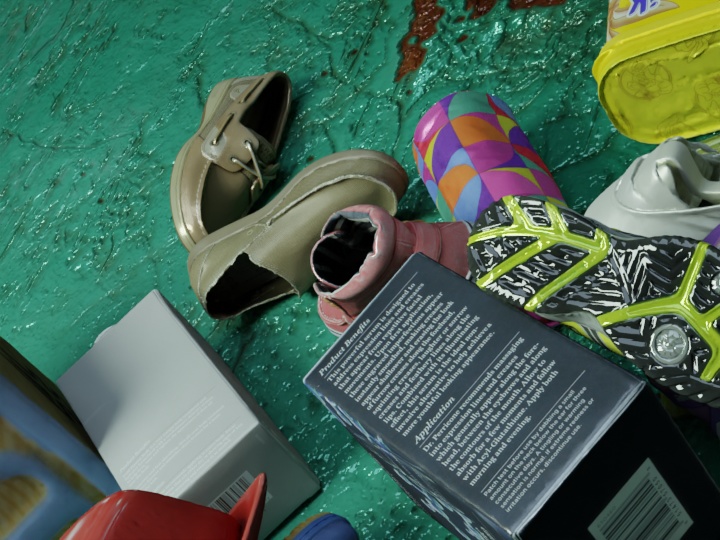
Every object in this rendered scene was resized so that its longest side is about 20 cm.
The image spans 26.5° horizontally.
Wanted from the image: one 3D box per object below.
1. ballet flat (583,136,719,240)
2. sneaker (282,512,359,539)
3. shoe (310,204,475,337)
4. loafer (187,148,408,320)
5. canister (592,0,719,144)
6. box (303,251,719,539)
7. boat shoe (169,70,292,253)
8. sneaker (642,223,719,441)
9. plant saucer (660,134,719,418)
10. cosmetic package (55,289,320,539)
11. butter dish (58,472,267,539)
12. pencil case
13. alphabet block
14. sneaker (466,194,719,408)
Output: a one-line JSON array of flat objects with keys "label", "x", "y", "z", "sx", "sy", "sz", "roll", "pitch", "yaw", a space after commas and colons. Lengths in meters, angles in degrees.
[{"label": "ballet flat", "x": 0.212, "y": -0.053, "z": 0.900, "sx": 0.199, "sy": 0.069, "sz": 0.070, "roll": -4, "pitch": 51, "yaw": 37}, {"label": "sneaker", "x": -0.032, "y": 0.244, "z": 0.901, "sx": 0.088, "sy": 0.075, "sz": 0.201, "roll": 11, "pitch": 70, "yaw": 35}, {"label": "shoe", "x": 0.000, "y": 0.000, "z": 1.023, "sx": 0.200, "sy": 0.091, "sz": 0.072, "roll": -20, "pitch": 61, "yaw": 59}, {"label": "loafer", "x": -0.046, "y": -0.019, "z": 1.151, "sx": 0.199, "sy": 0.076, "sz": 0.068, "roll": -32, "pitch": 39, "yaw": 26}, {"label": "canister", "x": 0.243, "y": -0.198, "z": 1.072, "sx": 0.148, "sy": 0.087, "sz": 0.201, "roll": -15, "pitch": 44, "yaw": 27}, {"label": "box", "x": 0.088, "y": 0.101, "z": 0.865, "sx": 0.107, "sy": 0.149, "sz": 0.200, "roll": -47, "pitch": 39, "yaw": -9}, {"label": "boat shoe", "x": -0.103, "y": -0.093, "z": 1.262, "sx": 0.064, "sy": 0.071, "sz": 0.201, "roll": -15, "pitch": 44, "yaw": 29}, {"label": "sneaker", "x": 0.207, "y": 0.001, "z": 0.837, "sx": 0.088, "sy": 0.080, "sz": 0.201, "roll": 27, "pitch": 116, "yaw": 33}, {"label": "plant saucer", "x": 0.258, "y": -0.029, "z": 0.931, "sx": 0.199, "sy": 0.048, "sz": 0.200, "roll": -21, "pitch": 43, "yaw": 22}, {"label": "cosmetic package", "x": -0.126, "y": 0.112, "z": 1.081, "sx": 0.107, "sy": 0.090, "sz": 0.200, "roll": -42, "pitch": 36, "yaw": -2}, {"label": "butter dish", "x": -0.160, "y": 0.213, "z": 0.896, "sx": 0.200, "sy": 0.147, "sz": 0.200, "roll": -56, "pitch": 12, "yaw": 37}, {"label": "pencil case", "x": 0.099, "y": -0.041, "z": 1.046, "sx": 0.088, "sy": 0.088, "sz": 0.200, "roll": -33, "pitch": 42, "yaw": 9}, {"label": "alphabet block", "x": -0.305, "y": 0.146, "z": 1.104, "sx": 0.195, "sy": 0.197, "sz": 0.200, "roll": -45, "pitch": 39, "yaw": -8}, {"label": "sneaker", "x": 0.153, "y": 0.014, "z": 0.799, "sx": 0.199, "sy": 0.076, "sz": 0.076, "roll": 30, "pitch": 99, "yaw": 32}]
